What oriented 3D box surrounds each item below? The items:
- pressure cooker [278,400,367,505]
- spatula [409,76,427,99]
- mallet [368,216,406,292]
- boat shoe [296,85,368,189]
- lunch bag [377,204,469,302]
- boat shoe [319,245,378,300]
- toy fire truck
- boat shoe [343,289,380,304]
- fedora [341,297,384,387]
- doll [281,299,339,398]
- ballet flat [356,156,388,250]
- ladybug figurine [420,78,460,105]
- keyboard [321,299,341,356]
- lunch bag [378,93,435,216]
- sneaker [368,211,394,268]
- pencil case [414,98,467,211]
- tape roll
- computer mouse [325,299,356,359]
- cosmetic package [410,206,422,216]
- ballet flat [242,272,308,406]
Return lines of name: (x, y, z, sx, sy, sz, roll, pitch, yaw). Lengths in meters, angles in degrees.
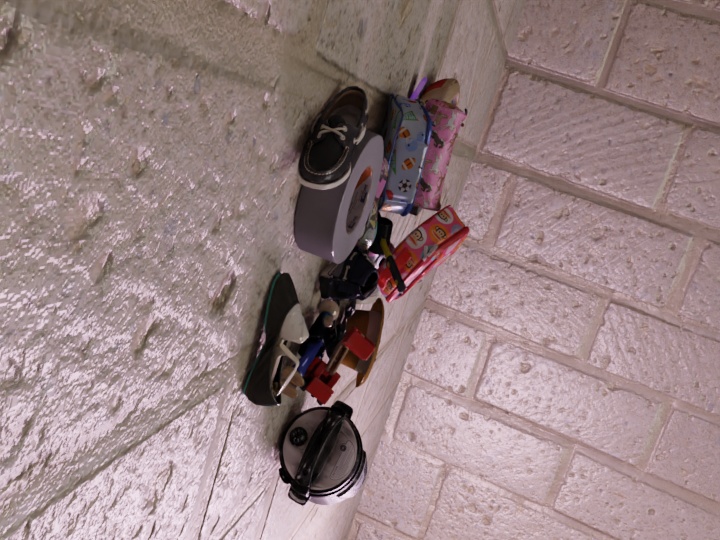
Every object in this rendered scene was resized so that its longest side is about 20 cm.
pressure cooker: (-0.077, 0.371, 1.356, 0.201, 0.174, 0.180, 85, -10, -64)
spatula: (0.096, -0.306, 1.416, 0.056, 0.020, 0.205, -26, 135, -76)
mallet: (0.048, -0.016, 1.211, 0.202, 0.040, 0.067, -103, -157, -50)
boat shoe: (-0.032, -0.179, 0.896, 0.202, 0.072, 0.061, -62, 167, -48)
lunch bag: (0.105, -0.027, 1.309, 0.175, 0.082, 0.200, -33, 169, -40)
boat shoe: (0.000, 0.000, 1.261, 0.201, 0.090, 0.077, -53, 145, -55)
toy fire truck: (-0.049, 0.167, 1.214, 0.142, 0.048, 0.200, -53, -171, -9)
boat shoe: (0.010, 0.026, 1.483, 0.200, 0.068, 0.074, -31, 121, -70)
fedora: (-0.007, 0.149, 1.481, 0.201, 0.080, 0.206, -163, -91, -83)
doll: (-0.082, 0.127, 1.212, 0.138, 0.048, 0.202, -60, -179, 44)
ballet flat: (-0.001, -0.112, 1.184, 0.071, 0.069, 0.203, -34, 150, -41)
ladybug figurine: (0.177, -0.376, 1.555, 0.200, 0.070, 0.139, -47, 155, -63)
keyboard: (-0.054, 0.104, 1.348, 0.104, 0.039, 0.205, -27, 134, -75)
lunch bag: (0.070, -0.215, 1.227, 0.161, 0.073, 0.204, -102, -155, -60)
sneaker: (0.037, -0.069, 1.378, 0.202, 0.080, 0.071, 92, 22, -56)
pencil case: (0.138, -0.214, 1.275, 0.083, 0.084, 0.205, -112, -145, -69)
tape roll: (-0.029, -0.117, 1.029, 0.200, 0.065, 0.205, 21, 89, -79)
computer mouse: (-0.042, 0.116, 1.378, 0.060, 0.033, 0.203, -85, -171, -46)
cosmetic package: (0.102, -0.225, 1.369, 0.090, 0.104, 0.205, -45, 155, -67)
ballet flat: (-0.114, 0.106, 0.992, 0.068, 0.067, 0.205, -32, 140, -71)
